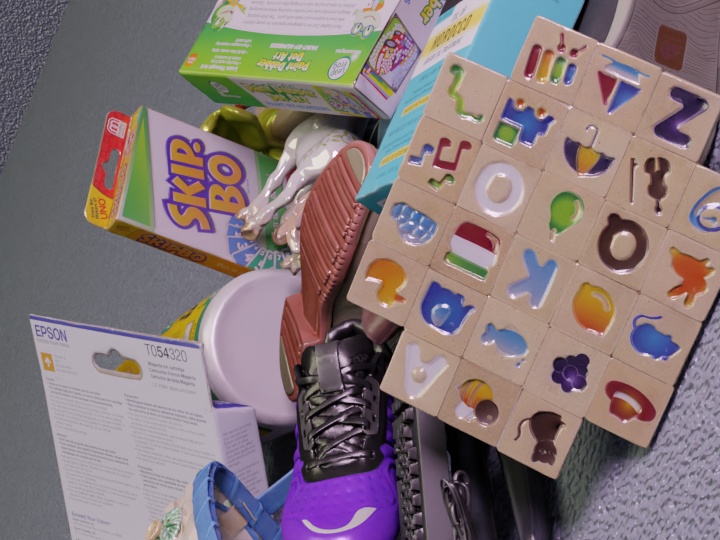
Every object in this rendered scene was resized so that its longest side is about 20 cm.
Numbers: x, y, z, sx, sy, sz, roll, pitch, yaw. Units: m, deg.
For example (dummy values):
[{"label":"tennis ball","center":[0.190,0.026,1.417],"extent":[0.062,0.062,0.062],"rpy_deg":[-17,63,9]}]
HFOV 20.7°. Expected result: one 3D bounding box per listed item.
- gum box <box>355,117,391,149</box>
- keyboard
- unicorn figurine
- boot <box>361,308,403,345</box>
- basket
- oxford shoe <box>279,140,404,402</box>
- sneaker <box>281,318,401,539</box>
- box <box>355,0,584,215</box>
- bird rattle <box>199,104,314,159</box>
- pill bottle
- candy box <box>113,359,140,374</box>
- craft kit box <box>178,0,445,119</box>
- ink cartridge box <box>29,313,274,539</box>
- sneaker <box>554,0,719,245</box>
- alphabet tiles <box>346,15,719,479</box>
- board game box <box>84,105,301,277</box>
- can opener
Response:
[{"label":"gum box","center":[0.045,-0.098,1.307],"extent":[0.170,0.044,0.201],"rpy_deg":[131,153,-50]},{"label":"keyboard","center":[0.038,0.154,1.014],"extent":[0.127,0.020,0.201],"rpy_deg":[136,130,-71]},{"label":"unicorn figurine","center":[-0.034,-0.080,1.355],"extent":[0.138,0.074,0.200],"rpy_deg":[-55,34,7]},{"label":"boot","center":[0.064,-0.012,1.090],"extent":[0.166,0.072,0.200],"rpy_deg":[-48,11,21]},{"label":"basket","center":[-0.048,0.187,1.182],"extent":[0.200,0.139,0.176],"rpy_deg":[-34,25,2]},{"label":"oxford shoe","center":[0.000,0.000,1.244],"extent":[0.071,0.073,0.200],"rpy_deg":[-108,26,-42]},{"label":"sneaker","center":[-0.013,0.092,1.116],"extent":[0.200,0.069,0.100],"rpy_deg":[-80,-18,-65]},{"label":"box","center":[0.070,-0.118,1.038],"extent":[0.201,0.049,0.082],"rpy_deg":[-66,16,-18]},{"label":"bird rattle","center":[-0.048,-0.150,1.601],"extent":[0.163,0.113,0.200],"rpy_deg":[-42,19,35]},{"label":"pill bottle","center":[-0.092,0.074,1.425],"extent":[0.200,0.112,0.113],"rpy_deg":[148,137,-63]},{"label":"candy box","center":[-0.125,0.157,1.395],"extent":[0.201,0.026,0.102],"rpy_deg":[63,147,7]},{"label":"craft kit box","center":[-0.011,-0.200,1.326],"extent":[0.200,0.048,0.198],"rpy_deg":[12,67,50]},{"label":"ink cartridge box","center":[-0.138,0.128,1.335],"extent":[0.196,0.043,0.201],"rpy_deg":[8,110,46]},{"label":"sneaker","center":[0.134,-0.090,1.022],"extent":[0.201,0.075,0.106],"rpy_deg":[-69,12,-22]},{"label":"alphabet tiles","center":[0.090,-0.011,0.946],"extent":[0.201,0.166,0.006],"rpy_deg":[-67,-15,11]},{"label":"board game box","center":[-0.096,-0.046,1.412],"extent":[0.030,0.199,0.096],"rpy_deg":[-41,34,55]},{"label":"can opener","center":[0.069,0.089,1.060],"extent":[0.063,0.079,0.200],"rpy_deg":[-26,34,7]}]
